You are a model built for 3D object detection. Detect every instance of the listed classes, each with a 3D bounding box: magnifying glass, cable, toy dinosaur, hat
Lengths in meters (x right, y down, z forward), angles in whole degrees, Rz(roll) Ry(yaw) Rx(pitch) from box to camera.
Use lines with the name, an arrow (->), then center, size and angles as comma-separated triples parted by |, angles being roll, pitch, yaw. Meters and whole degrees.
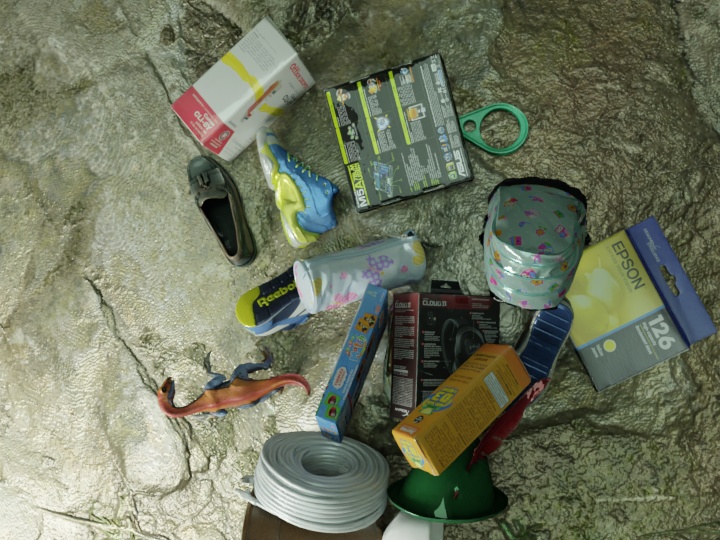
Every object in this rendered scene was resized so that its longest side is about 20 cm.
magnifying glass -> 0.163, -0.226, 1.193 | 0.197, 0.022, 0.081 | 7, 88, 11
cable -> -0.055, 0.298, 1.101 | 0.198, 0.199, 0.070 | 19, 107, 32
toy dinosaur -> -0.208, 0.176, 1.157 | 0.180, 0.199, 0.106 | -21, 94, -37
hat -> 0.135, 0.231, 1.059 | 0.165, 0.199, 0.178 | 10, 98, 46

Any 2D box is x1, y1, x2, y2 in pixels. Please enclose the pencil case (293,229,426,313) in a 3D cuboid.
pencil case -> 0.000, 0.000, 1.134 | 0.198, 0.091, 0.084 | -17, 62, -19

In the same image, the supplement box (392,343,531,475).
supplement box -> 0.139, 0.185, 1.039 | 0.200, 0.066, 0.069 | -41, 107, -24

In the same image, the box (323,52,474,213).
box -> 0.060, -0.210, 1.181 | 0.191, 0.047, 0.202 | -16, 90, 14

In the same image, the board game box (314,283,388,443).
board game box -> -0.009, 0.138, 1.101 | 0.036, 0.152, 0.202 | 20, 70, 9

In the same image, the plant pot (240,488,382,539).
plant pot -> -0.065, 0.423, 1.108 | 0.195, 0.200, 0.203 | 1, 86, 1

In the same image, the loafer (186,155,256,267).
loafer -> -0.226, -0.101, 1.224 | 0.071, 0.063, 0.202 | -28, 82, 6

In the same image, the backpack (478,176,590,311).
backpack -> 0.239, -0.042, 1.074 | 0.165, 0.128, 0.201 | 4, 44, 17

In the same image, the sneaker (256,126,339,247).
sneaker -> -0.094, -0.142, 1.210 | 0.104, 0.076, 0.202 | -19, 90, -5

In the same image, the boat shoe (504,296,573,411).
boat shoe -> 0.260, 0.122, 1.124 | 0.072, 0.072, 0.201 | 29, 117, 7

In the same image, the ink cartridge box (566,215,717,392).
ink cartridge box -> 0.394, 0.048, 1.127 | 0.198, 0.047, 0.199 | -28, 81, 9

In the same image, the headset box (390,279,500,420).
headset box -> 0.125, 0.115, 1.113 | 0.147, 0.077, 0.203 | 3, 85, -29

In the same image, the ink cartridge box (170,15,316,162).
ink cartridge box -> -0.176, -0.277, 1.187 | 0.200, 0.145, 0.084 | -42, 82, 4

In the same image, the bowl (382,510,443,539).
bowl -> 0.074, 0.426, 1.072 | 0.074, 0.200, 0.203 | 0, 86, 10

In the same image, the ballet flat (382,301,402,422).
ballet flat -> 0.064, 0.136, 1.158 | 0.068, 0.071, 0.203 | 0, 86, 16

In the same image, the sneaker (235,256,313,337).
sneaker -> -0.099, 0.042, 1.196 | 0.198, 0.083, 0.074 | -23, 61, -11
